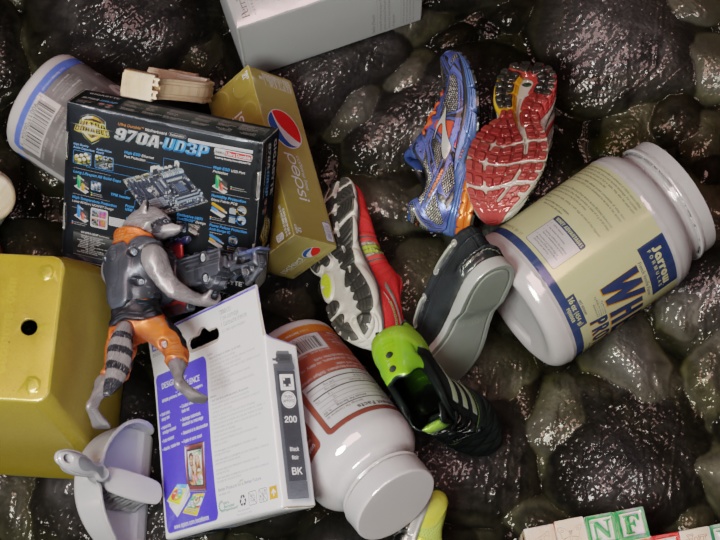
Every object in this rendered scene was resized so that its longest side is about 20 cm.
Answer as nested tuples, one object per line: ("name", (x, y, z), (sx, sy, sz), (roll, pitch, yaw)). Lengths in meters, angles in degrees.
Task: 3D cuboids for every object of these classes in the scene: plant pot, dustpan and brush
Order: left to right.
("plant pot", (-0.333, 0.076, 1.529), (0.198, 0.177, 0.202), (3, 72, 2))
("dustpan and brush", (-0.229, 0.191, 1.474), (0.057, 0.200, 0.141), (-9, 68, 28))

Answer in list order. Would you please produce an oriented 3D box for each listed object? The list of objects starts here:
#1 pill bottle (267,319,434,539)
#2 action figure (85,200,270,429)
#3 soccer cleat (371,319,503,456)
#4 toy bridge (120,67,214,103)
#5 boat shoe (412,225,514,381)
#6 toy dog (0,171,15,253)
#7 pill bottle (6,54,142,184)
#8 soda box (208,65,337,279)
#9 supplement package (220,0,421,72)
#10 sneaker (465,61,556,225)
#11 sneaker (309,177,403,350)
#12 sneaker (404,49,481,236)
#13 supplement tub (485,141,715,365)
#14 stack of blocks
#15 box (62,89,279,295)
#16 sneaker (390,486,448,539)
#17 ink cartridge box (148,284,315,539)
("pill bottle", (-0.021, 0.148, 1.503), (0.112, 0.113, 0.200), (-34, 54, -10))
("action figure", (-0.178, 0.026, 1.452), (0.199, 0.104, 0.195), (-23, 61, 35))
("soccer cleat", (0.072, 0.128, 1.503), (0.067, 0.200, 0.082), (-28, 41, 18))
("toy bridge", (-0.179, -0.182, 1.608), (0.066, 0.200, 0.028), (11, 98, 6))
("boat shoe", (0.083, 0.044, 1.537), (0.075, 0.201, 0.061), (-5, 48, -38))
("toy dog", (-0.430, -0.045, 1.616), (0.198, 0.132, 0.097), (-7, 103, 7))
("pill bottle", (-0.243, -0.119, 1.624), (0.199, 0.114, 0.114), (33, 75, 11))
("soda box", (-0.089, -0.098, 1.614), (0.068, 0.064, 0.202), (-34, 58, 33))
("supplement package", (-0.047, -0.301, 1.679), (0.198, 0.117, 0.118), (-20, 73, -5))
("sneaker", (0.157, -0.115, 1.606), (0.077, 0.083, 0.201), (9, 48, 18))
("sneaker", (0.000, 0.000, 1.608), (0.077, 0.085, 0.202), (-36, 49, 29))
("sneaker", (0.083, -0.131, 1.644), (0.077, 0.075, 0.202), (1, 70, 5))
("supplement tub", (0.226, -0.018, 1.565), (0.199, 0.145, 0.146), (-34, 74, -9))
("stack of blocks", (0.256, 0.282, 1.510), (0.198, 0.059, 0.116), (-10, 71, -2))
("box", (-0.181, -0.072, 1.530), (0.198, 0.046, 0.161), (12, 115, 12))
("sneaker", (0.063, 0.302, 1.506), (0.089, 0.078, 0.202), (13, 78, -3))
("ink cartridge box", (-0.123, 0.134, 1.500), (0.043, 0.197, 0.202), (2, 74, -38))
